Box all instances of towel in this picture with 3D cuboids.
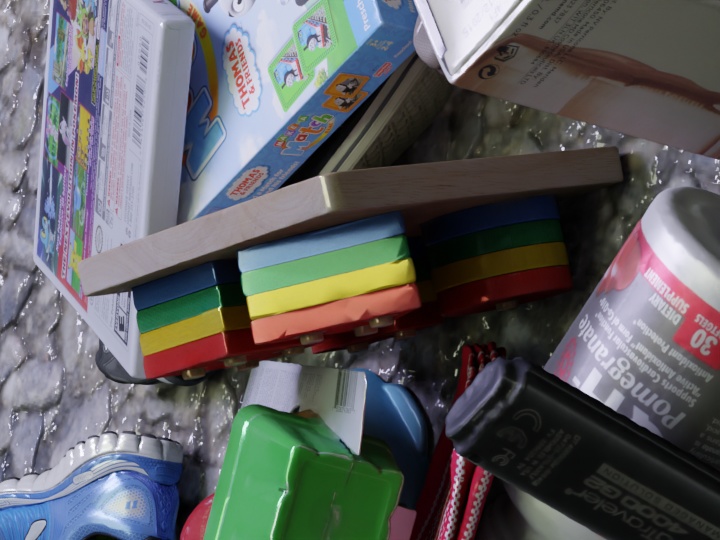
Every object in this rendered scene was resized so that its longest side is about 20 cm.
[{"bbox_3d":[0.038,0.123,1.356,0.200,0.022,0.145,-74,0,-76],"label":"towel"}]

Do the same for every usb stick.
[{"bbox_3d":[0.127,0.099,1.218,0.055,0.200,0.033,-48,25,28],"label":"usb stick"}]

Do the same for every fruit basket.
[{"bbox_3d":[-0.043,0.140,1.447,0.200,0.093,0.186,172,113,-76],"label":"fruit basket"}]

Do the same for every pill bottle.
[{"bbox_3d":[0.130,0.072,1.286,0.200,0.110,0.111,-59,42,21],"label":"pill bottle"}]

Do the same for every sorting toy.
[{"bbox_3d":[0.000,0.000,1.405,0.198,0.200,0.070,-17,82,47],"label":"sorting toy"}]

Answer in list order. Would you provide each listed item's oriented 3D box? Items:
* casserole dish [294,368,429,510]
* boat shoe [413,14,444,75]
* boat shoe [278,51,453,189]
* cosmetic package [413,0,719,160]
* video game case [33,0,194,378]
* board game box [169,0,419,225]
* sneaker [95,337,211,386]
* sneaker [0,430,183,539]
[{"bbox_3d":[-0.035,0.140,1.526,0.200,0.039,0.121,-54,45,25],"label":"casserole dish"},{"bbox_3d":[0.114,-0.156,1.365,0.200,0.073,0.075,-41,26,12],"label":"boat shoe"},{"bbox_3d":[-0.018,-0.069,1.529,0.062,0.075,0.200,51,128,10],"label":"boat shoe"},{"bbox_3d":[0.123,-0.124,1.279,0.087,0.199,0.104,-47,46,33],"label":"cosmetic package"},{"bbox_3d":[-0.138,-0.067,1.564,0.182,0.023,0.201,-138,50,-58],"label":"video game case"},{"bbox_3d":[-0.050,-0.129,1.492,0.200,0.036,0.152,-44,51,40],"label":"board game box"},{"bbox_3d":[-0.132,-0.023,1.666,0.090,0.066,0.201,-18,68,44],"label":"sneaker"},{"bbox_3d":[-0.178,0.165,1.661,0.200,0.078,0.089,-31,55,42],"label":"sneaker"}]
